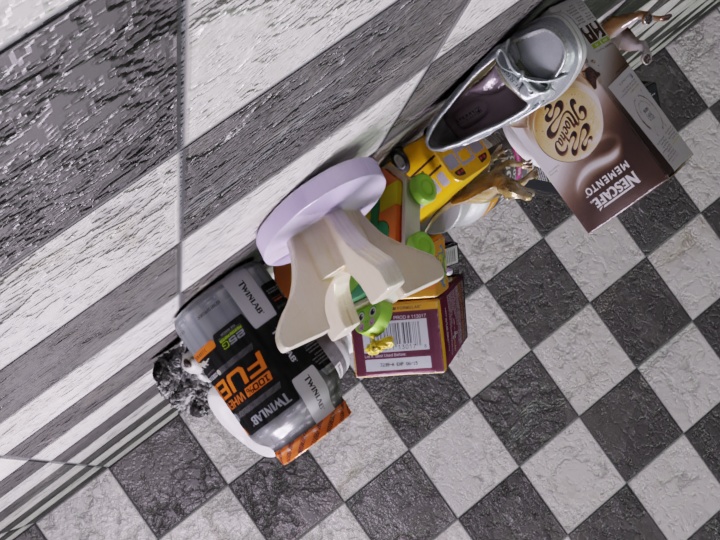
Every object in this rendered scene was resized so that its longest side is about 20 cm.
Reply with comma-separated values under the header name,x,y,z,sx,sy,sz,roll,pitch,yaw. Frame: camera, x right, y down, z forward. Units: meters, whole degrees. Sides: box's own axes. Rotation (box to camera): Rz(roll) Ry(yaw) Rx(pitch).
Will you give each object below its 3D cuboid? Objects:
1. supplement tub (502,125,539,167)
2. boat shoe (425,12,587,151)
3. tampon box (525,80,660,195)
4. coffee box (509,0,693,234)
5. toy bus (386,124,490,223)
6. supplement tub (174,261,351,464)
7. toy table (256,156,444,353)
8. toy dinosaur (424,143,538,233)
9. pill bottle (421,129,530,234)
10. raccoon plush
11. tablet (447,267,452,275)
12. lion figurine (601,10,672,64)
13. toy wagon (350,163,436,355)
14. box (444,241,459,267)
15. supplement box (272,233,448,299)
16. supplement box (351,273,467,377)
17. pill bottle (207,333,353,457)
name,x,y,z,sx,sy,sz,roll,pitch,yaw
supplement tub,0.250,-0.199,1.336,0.144,0.146,0.200,-37,177,21
boat shoe,0.137,-0.174,1.082,0.065,0.075,0.201,-40,-174,-39
tampon box,0.324,-0.199,1.651,0.149,0.128,0.199,-35,-148,-25
coffee box,0.225,-0.156,1.132,0.113,0.201,0.080,-39,176,41
toy bus,0.063,-0.101,1.267,0.065,0.079,0.200,-35,176,-31
supplement tub,-0.104,0.103,1.232,0.122,0.201,0.123,-36,177,-2
toy table,-0.020,-0.011,1.072,0.182,0.119,0.200,-26,171,-12
toy dinosaur,0.135,-0.094,1.274,0.101,0.059,0.199,-34,-171,-31
pill bottle,0.134,-0.123,1.433,0.116,0.117,0.199,-39,177,40
raccoon plush,-0.190,0.096,1.464,0.134,0.096,0.201,-48,-171,24
tablet,0.014,0.011,1.549,0.197,0.014,0.130,-10,-172,-27
lion figurine,0.331,-0.295,1.562,0.200,0.073,0.123,-44,-149,0
toy wagon,0.015,-0.012,1.191,0.039,0.203,0.154,23,147,-33
box,0.016,-0.010,1.517,0.197,0.037,0.142,-1,-172,30
supplement box,0.000,0.000,1.308,0.196,0.068,0.069,-5,-174,14
supplement box,0.063,0.064,1.372,0.108,0.087,0.200,-4,-173,14
pill bottle,-0.083,0.115,1.366,0.201,0.114,0.114,-49,-177,-25
